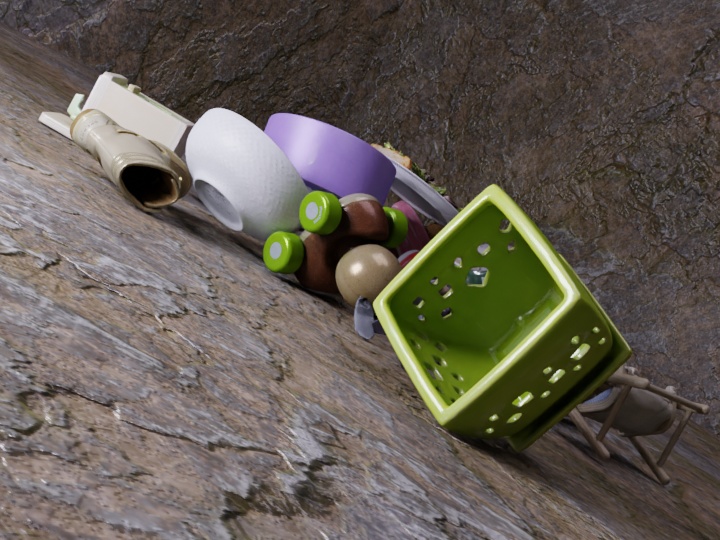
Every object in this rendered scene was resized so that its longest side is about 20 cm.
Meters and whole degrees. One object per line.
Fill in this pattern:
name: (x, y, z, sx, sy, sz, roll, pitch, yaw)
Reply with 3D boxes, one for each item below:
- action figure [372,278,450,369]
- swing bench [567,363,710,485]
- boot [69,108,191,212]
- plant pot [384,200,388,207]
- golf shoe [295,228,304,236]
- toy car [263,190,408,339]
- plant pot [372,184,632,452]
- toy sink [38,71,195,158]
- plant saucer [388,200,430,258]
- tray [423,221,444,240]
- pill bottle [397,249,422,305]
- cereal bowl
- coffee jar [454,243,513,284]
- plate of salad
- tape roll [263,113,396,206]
action figure: (0.087, 0.066, 1.436, 0.131, 0.069, 0.200, 66, 22, 1)
swing bench: (0.351, 0.186, 1.634, 0.198, 0.131, 0.199, 24, 8, -45)
boot: (-0.268, -0.121, 1.479, 0.155, 0.073, 0.200, 41, 3, 41)
plant pot: (-0.030, -0.116, 1.931, 0.199, 0.135, 0.200, 30, 5, -3)
golf shoe: (-0.090, -0.038, 1.736, 0.087, 0.078, 0.200, -9, 23, 1)
toy car: (-0.003, 0.016, 1.493, 0.163, 0.158, 0.201, 9, 45, -46)
plant pot: (0.163, 0.066, 1.238, 0.181, 0.200, 0.200, 34, 19, -44)
toy sink: (-0.360, -0.226, 1.727, 0.199, 0.113, 0.130, 29, 5, -3)
plant saucer: (0.080, -0.009, 1.829, 0.200, 0.050, 0.203, 160, -90, -80)
tray: (0.148, 0.032, 1.782, 0.099, 0.037, 0.202, -130, -159, -66)
pill bottle: (0.129, 0.064, 1.643, 0.199, 0.115, 0.114, 33, 6, 29)
cereal bowl: (-0.163, -0.114, 1.537, 0.199, 0.083, 0.201, 38, -22, 18)
coffee jar: (0.170, 0.074, 1.413, 0.084, 0.202, 0.104, -16, 19, -15)
plate of salad: (0.089, -0.128, 1.714, 0.199, 0.048, 0.200, 37, -5, 4)
tape roll: (-0.054, -0.139, 1.622, 0.198, 0.086, 0.200, 22, -8, 3)
